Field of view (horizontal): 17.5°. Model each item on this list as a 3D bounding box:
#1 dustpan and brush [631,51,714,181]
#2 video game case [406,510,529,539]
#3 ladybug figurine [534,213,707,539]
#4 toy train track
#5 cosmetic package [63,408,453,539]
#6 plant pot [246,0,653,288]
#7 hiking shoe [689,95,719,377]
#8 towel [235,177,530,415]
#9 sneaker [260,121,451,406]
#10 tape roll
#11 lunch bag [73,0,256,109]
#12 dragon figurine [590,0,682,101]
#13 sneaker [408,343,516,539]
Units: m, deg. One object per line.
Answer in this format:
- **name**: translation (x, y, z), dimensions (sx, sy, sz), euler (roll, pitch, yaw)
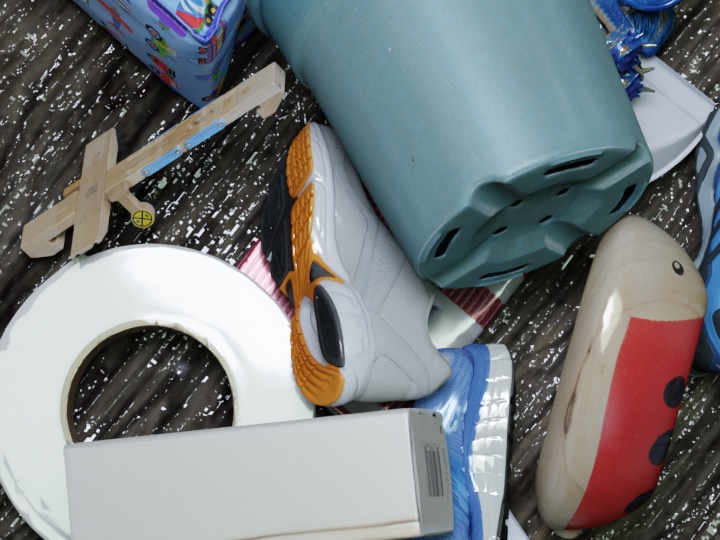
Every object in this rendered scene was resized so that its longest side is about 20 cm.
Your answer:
- **dustpan and brush**: translation (0.108, -0.076, 1.446), dimensions (0.139, 0.057, 0.200), euler (40, 52, 17)
- **video game case**: translation (0.020, 0.218, 1.408), dimensions (0.200, 0.022, 0.182), euler (-33, 82, -9)
- **ladybug figurine**: translation (0.155, 0.068, 1.381), dimensions (0.072, 0.136, 0.201), euler (16, 109, 7)
- **toy train track**: translation (-0.120, -0.059, 1.412), dimensions (0.200, 0.115, 0.033), euler (-31, 122, 22)
- **cosmetic package**: translation (-0.055, 0.123, 1.315), dimensions (0.199, 0.104, 0.073), euler (-8, 83, 13)
- **plant pot**: translation (0.061, -0.109, 1.338), dimensions (0.199, 0.200, 0.197), euler (-21, 67, -7)
- **hiking shoe**: translation (0.247, -0.027, 1.432), dimensions (0.074, 0.087, 0.201), euler (19, 82, -35)
- **towel**: translation (0.021, -0.008, 1.457), dimensions (0.144, 0.023, 0.200), euler (40, 80, 4)
- **sneaker**: translation (0.000, 0.000, 1.399), dimensions (0.092, 0.076, 0.201), euler (9, 51, -26)
- **tape roll**: translation (-0.126, 0.084, 1.409), dimensions (0.202, 0.037, 0.204), euler (0, 85, 0)
- **lunch bag**: translation (-0.155, -0.199, 1.421), dimensions (0.199, 0.151, 0.094), euler (30, 77, 3)
- **dragon figurine**: translation (0.177, -0.174, 1.466), dimensions (0.099, 0.059, 0.200), euler (37, 47, 15)
- **sneaker**: translation (0.043, 0.141, 1.386), dimensions (0.089, 0.079, 0.201), euler (3, 71, 7)
